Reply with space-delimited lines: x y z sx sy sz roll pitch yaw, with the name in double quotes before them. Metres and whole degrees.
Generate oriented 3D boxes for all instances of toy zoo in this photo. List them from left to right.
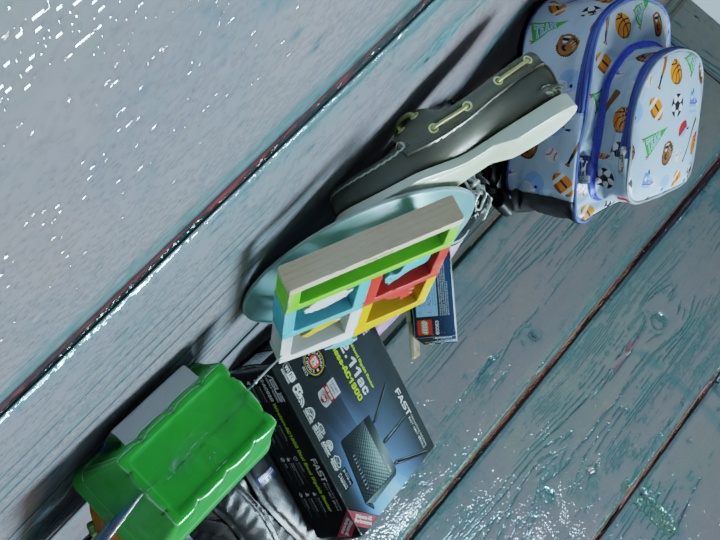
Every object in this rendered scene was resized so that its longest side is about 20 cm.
"toy zoo" -0.002 0.017 0.788 0.131 0.021 0.200 -23 163 -14

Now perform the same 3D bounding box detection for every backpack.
"backpack" -0.110 0.242 1.074 0.163 0.200 0.154 -47 -168 -25
"backpack" 0.212 -0.148 0.948 0.200 0.154 0.191 -23 113 -52

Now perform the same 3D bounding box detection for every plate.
"plate" 0.004 -0.001 0.827 0.199 0.026 0.200 -24 164 -7

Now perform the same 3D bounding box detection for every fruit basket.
"fruit basket" -0.154 0.145 0.797 0.185 0.094 0.200 -44 -172 -33

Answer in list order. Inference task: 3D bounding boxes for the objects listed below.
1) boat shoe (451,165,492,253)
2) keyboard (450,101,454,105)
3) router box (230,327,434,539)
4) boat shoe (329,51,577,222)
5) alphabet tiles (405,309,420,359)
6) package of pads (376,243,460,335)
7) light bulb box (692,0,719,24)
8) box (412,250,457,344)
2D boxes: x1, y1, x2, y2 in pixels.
"boat shoe" 0.121 -0.088 1.242 0.199 0.074 0.068 -43 176 -47
"keyboard" 0.062 -0.114 0.930 0.104 0.040 0.200 -26 -173 27
"router box" -0.022 0.139 1.055 0.062 0.201 0.150 -14 -160 40
"boat shoe" 0.061 -0.094 0.796 0.201 0.060 0.072 -29 170 -6
"alphabet tiles" 0.047 0.000 1.032 0.006 0.167 0.200 -5 177 5
"package of pads" 0.027 0.015 1.220 0.121 0.076 0.200 -49 175 30
"light bulb box" 0.512 -0.416 1.410 0.200 0.198 0.125 -44 174 -47
"box" 0.068 -0.001 1.017 0.037 0.137 0.200 -5 174 5
